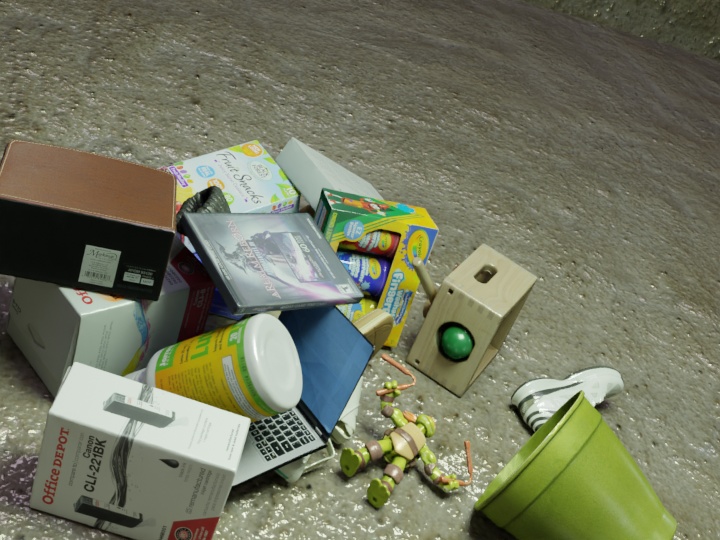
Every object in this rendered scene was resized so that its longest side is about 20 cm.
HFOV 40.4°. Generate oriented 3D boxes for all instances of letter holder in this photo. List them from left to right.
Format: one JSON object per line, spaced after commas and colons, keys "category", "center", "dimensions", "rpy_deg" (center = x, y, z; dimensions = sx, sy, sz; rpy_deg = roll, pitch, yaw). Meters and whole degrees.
{"category": "letter holder", "center": [-0.319, -0.062, 1.130], "dimensions": [0.197, 0.101, 0.143], "rpy_deg": [11, 33, -17]}

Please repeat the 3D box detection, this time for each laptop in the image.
{"category": "laptop", "center": [-0.110, 0.124, 1.167], "dimensions": [0.198, 0.117, 0.187], "rpy_deg": [-20, 37, -23]}

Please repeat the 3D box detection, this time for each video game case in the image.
{"category": "video game case", "center": [-0.102, -0.012, 1.159], "dimensions": [0.198, 0.019, 0.144], "rpy_deg": [-2, 49, -47]}

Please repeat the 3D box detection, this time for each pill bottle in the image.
{"category": "pill bottle", "center": [-0.176, 0.130, 1.117], "dimensions": [0.111, 0.198, 0.112], "rpy_deg": [53, 26, -40]}

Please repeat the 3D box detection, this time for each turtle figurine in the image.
{"category": "turtle figurine", "center": [0.045, 0.217, 1.249], "dimensions": [0.161, 0.064, 0.201], "rpy_deg": [-29, 83, -43]}

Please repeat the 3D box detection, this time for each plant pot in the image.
{"category": "plant pot", "center": [0.275, 0.289, 1.206], "dimensions": [0.193, 0.201, 0.200], "rpy_deg": [44, 36, 10]}

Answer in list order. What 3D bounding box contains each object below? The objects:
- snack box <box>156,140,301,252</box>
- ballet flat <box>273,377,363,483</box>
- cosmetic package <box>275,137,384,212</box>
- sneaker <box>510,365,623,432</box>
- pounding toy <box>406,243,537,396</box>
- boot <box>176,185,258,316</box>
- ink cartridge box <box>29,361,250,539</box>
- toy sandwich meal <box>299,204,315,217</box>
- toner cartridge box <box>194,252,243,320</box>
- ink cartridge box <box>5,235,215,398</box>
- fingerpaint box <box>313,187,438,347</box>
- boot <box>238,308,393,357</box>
{"category": "snack box", "center": [-0.209, -0.112, 1.459], "dimensions": [0.198, 0.053, 0.143], "rpy_deg": [-20, 54, -28]}
{"category": "ballet flat", "center": [-0.047, 0.203, 1.234], "dimensions": [0.069, 0.070, 0.199], "rpy_deg": [34, 38, 18]}
{"category": "cosmetic package", "center": [-0.023, -0.112, 1.518], "dimensions": [0.199, 0.052, 0.151], "rpy_deg": [26, 17, -46]}
{"category": "sneaker", "center": [0.327, 0.214, 1.452], "dimensions": [0.198, 0.076, 0.116], "rpy_deg": [-7, 51, -27]}
{"category": "pounding toy", "center": [0.145, 0.058, 1.441], "dimensions": [0.141, 0.186, 0.200], "rpy_deg": [32, 33, 15]}
{"category": "boot", "center": [-0.176, -0.035, 1.274], "dimensions": [0.158, 0.079, 0.211], "rpy_deg": [50, -9, -16]}
{"category": "ink cartridge box", "center": [-0.233, 0.201, 1.029], "dimensions": [0.197, 0.146, 0.084], "rpy_deg": [19, 32, -5]}
{"category": "toy sandwich meal", "center": [-0.020, -0.037, 1.591], "dimensions": [0.202, 0.071, 0.206], "rpy_deg": [17, 29, -10]}
{"category": "toner cartridge box", "center": [-0.201, 0.019, 1.411], "dimensions": [0.197, 0.044, 0.095], "rpy_deg": [16, 32, -12]}
{"category": "ink cartridge box", "center": [-0.309, 0.044, 1.211], "dimensions": [0.199, 0.146, 0.145], "rpy_deg": [-17, 50, -44]}
{"category": "fingerpaint box", "center": [0.000, 0.000, 1.412], "dimensions": [0.165, 0.202, 0.074], "rpy_deg": [10, 25, -21]}
{"category": "boot", "center": [-0.069, 0.085, 1.326], "dimensions": [0.199, 0.073, 0.155], "rpy_deg": [-36, 55, -18]}
